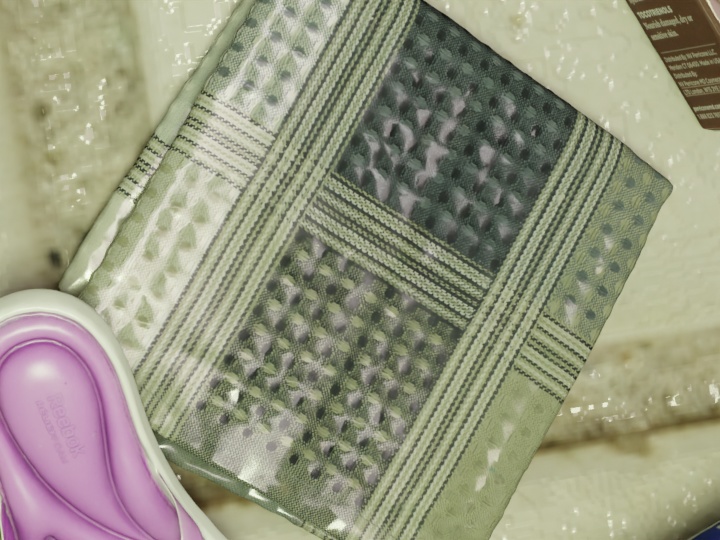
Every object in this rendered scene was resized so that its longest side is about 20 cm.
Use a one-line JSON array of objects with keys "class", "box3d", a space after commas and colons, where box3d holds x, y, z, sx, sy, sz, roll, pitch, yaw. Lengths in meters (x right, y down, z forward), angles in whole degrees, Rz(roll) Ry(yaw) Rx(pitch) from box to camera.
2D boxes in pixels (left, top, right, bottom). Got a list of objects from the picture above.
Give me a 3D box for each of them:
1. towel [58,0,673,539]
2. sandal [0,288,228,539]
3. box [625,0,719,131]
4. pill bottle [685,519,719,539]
[{"class": "towel", "box3d": [0.000, 0.000, 0.910, 0.192, 0.035, 0.201, 33, 80, -17]}, {"class": "sandal", "box3d": [-0.090, 0.104, 0.855, 0.082, 0.050, 0.203, -26, 109, 3]}, {"class": "box", "box3d": [0.132, -0.162, 0.921, 0.100, 0.075, 0.200, -34, 102, -13]}, {"class": "pill bottle", "box3d": [0.138, 0.162, 0.902, 0.199, 0.120, 0.120, -28, 98, -14]}]
